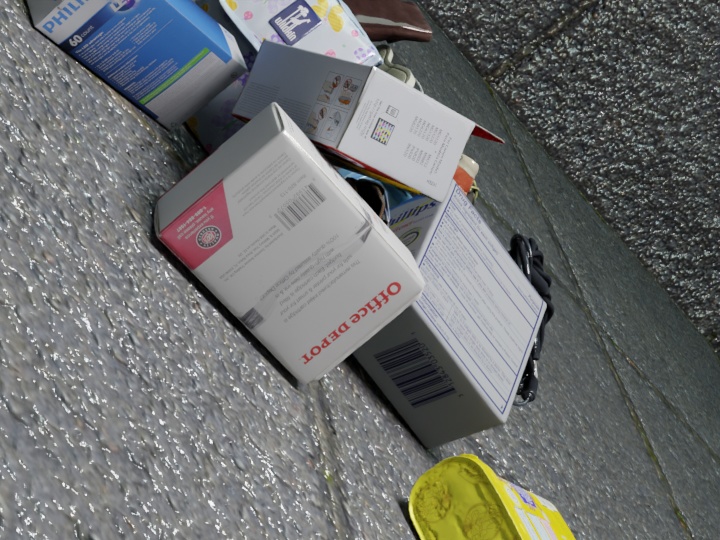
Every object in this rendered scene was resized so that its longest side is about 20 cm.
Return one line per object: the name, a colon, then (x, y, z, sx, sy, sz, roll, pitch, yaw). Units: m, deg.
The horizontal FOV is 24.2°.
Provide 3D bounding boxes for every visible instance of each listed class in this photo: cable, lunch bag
cable: (0.198, 0.047, 1.960, 0.163, 0.050, 0.201, -50, 140, -58)
lunch bag: (-0.100, -0.219, 1.721, 0.170, 0.200, 0.127, 54, 14, 2)

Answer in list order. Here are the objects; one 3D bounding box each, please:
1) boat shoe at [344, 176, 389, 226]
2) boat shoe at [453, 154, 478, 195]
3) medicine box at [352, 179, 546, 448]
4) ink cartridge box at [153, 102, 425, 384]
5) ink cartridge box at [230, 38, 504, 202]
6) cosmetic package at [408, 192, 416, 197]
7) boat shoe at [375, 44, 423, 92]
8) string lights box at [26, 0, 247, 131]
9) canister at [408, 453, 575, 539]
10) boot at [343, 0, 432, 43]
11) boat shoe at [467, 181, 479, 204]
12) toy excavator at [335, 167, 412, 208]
boat shoe: (-0.009, -0.053, 1.636, 0.200, 0.072, 0.073, 1, 81, -78)
boat shoe: (0.068, -0.126, 1.853, 0.071, 0.063, 0.200, 35, 7, -31)
medicine box: (0.084, 0.043, 1.723, 0.182, 0.103, 0.200, 52, 36, -21)
ink cartridge box: (-0.062, -0.021, 1.476, 0.200, 0.146, 0.083, 47, 9, -24)
ink cartridge box: (0.007, -0.133, 1.577, 0.175, 0.084, 0.200, 25, -1, -35)
cosmetic package: (0.061, -0.039, 2.026, 0.103, 0.087, 0.201, 42, 18, -51)
boat shoe: (0.029, -0.201, 1.889, 0.068, 0.072, 0.200, 51, 3, -25)
string lights box: (-0.209, -0.225, 1.584, 0.200, 0.103, 0.059, 38, 21, -46)
canister: (0.140, 0.263, 1.572, 0.200, 0.086, 0.149, 32, 25, -58)
boot: (0.004, -0.279, 1.862, 0.165, 0.073, 0.200, 8, 24, -16)
boat shoe: (0.101, -0.105, 1.935, 0.072, 0.060, 0.202, 70, -3, -64)
toy excavator: (0.041, -0.033, 1.877, 0.194, 0.100, 0.200, 35, 15, -46)
